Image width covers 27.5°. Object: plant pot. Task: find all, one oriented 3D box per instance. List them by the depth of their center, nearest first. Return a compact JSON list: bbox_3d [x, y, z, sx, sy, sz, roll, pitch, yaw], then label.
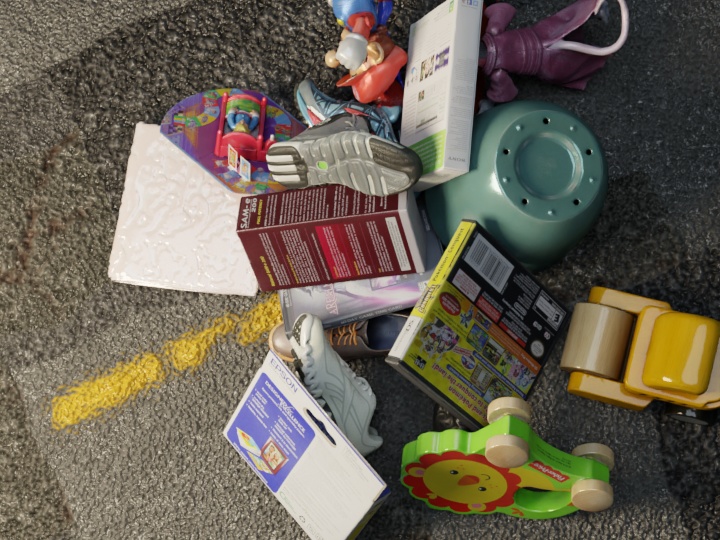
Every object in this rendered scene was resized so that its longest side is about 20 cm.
[{"bbox_3d":[0.188,-0.101,1.663,0.200,0.161,0.201,1,82,-11],"label":"plant pot"}]

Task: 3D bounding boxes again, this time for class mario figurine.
[{"bbox_3d":[-0.019,-0.290,1.700,0.106,0.123,0.200,-2,106,38],"label":"mario figurine"}]

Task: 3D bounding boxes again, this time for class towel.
[{"bbox_3d":[-0.200,-0.073,1.798,0.191,0.032,0.200,8,80,7],"label":"towel"}]

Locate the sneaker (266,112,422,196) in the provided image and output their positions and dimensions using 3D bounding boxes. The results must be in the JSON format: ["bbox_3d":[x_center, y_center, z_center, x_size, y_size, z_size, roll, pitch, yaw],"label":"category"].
[{"bbox_3d":[0.000,-0.143,1.661,0.200,0.075,0.115,7,34,32],"label":"sneaker"}]

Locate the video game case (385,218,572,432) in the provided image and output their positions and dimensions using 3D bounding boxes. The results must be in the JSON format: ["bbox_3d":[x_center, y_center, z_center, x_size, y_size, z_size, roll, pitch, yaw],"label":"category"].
[{"bbox_3d":[0.134,0.071,1.624,0.025,0.200,0.181,12,68,50],"label":"video game case"}]

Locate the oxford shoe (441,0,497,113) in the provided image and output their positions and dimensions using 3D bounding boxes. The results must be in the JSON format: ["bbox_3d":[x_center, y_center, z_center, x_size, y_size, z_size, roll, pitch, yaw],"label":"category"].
[{"bbox_3d":[0.109,-0.247,1.788,0.072,0.071,0.200,10,77,32],"label":"oxford shoe"}]

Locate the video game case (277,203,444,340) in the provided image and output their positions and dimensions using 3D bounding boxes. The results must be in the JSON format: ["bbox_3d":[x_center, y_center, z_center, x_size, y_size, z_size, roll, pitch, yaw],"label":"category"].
[{"bbox_3d":[0.000,0.000,1.731,0.200,0.019,0.143,-15,47,3],"label":"video game case"}]

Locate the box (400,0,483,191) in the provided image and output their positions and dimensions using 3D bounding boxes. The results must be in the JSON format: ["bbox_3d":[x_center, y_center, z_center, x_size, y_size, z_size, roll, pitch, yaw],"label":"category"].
[{"bbox_3d":[0.088,-0.197,1.661,0.036,0.144,0.200,9,82,-18],"label":"box"}]

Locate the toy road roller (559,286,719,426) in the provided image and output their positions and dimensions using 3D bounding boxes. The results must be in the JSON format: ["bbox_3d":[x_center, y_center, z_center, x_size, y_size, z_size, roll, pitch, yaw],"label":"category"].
[{"bbox_3d":[0.329,0.090,1.642,0.200,0.146,0.123,14,80,9],"label":"toy road roller"}]

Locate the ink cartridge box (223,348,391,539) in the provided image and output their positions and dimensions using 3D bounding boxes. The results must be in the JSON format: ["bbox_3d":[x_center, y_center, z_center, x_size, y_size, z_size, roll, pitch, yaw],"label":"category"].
[{"bbox_3d":[-0.055,0.201,1.648,0.047,0.200,0.198,-30,72,-38],"label":"ink cartridge box"}]

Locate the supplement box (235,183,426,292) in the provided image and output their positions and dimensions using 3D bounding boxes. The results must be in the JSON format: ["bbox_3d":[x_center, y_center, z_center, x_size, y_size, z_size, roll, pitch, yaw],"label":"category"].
[{"bbox_3d":[-0.032,-0.041,1.691,0.200,0.109,0.061,-7,47,11],"label":"supplement box"}]

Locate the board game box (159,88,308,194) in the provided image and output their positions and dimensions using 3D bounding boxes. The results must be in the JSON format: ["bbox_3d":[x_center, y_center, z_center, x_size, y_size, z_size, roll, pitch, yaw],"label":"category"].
[{"bbox_3d":[-0.135,-0.171,1.750,0.158,0.039,0.200,-29,57,-36],"label":"board game box"}]

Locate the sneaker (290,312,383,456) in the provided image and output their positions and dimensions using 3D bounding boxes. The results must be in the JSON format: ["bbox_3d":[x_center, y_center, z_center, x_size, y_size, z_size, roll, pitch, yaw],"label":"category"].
[{"bbox_3d":[-0.028,0.133,1.685,0.081,0.075,0.200,-17,116,-6],"label":"sneaker"}]

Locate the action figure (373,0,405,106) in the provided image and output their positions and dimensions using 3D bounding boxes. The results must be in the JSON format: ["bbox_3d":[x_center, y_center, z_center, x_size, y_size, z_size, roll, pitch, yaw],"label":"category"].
[{"bbox_3d":[0.020,-0.265,1.790,0.052,0.065,0.200,-9,93,34],"label":"action figure"}]

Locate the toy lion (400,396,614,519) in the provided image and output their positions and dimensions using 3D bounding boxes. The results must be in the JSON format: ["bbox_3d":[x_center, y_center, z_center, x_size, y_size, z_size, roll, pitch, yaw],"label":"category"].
[{"bbox_3d":[0.153,0.227,1.638,0.200,0.192,0.069,29,47,-24],"label":"toy lion"}]

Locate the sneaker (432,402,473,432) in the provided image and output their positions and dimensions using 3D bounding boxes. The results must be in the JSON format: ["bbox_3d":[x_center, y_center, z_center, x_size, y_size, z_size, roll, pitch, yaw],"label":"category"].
[{"bbox_3d":[0.118,0.099,1.682,0.060,0.104,0.200,18,78,31],"label":"sneaker"}]

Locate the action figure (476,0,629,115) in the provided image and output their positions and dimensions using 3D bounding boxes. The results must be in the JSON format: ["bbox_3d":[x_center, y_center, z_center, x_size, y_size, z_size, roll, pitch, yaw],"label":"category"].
[{"bbox_3d":[0.197,-0.249,1.719,0.200,0.149,0.134,-11,99,-19],"label":"action figure"}]

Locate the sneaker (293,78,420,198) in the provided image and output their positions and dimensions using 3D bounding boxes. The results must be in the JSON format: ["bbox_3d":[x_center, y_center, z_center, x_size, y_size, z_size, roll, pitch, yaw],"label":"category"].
[{"bbox_3d":[0.010,-0.170,1.763,0.200,0.079,0.096,43,102,3],"label":"sneaker"}]

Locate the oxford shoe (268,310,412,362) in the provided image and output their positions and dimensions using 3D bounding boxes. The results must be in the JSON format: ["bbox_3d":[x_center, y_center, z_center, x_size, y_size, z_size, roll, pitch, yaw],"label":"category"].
[{"bbox_3d":[-0.012,0.071,1.724,0.200,0.073,0.071,-6,79,6],"label":"oxford shoe"}]
